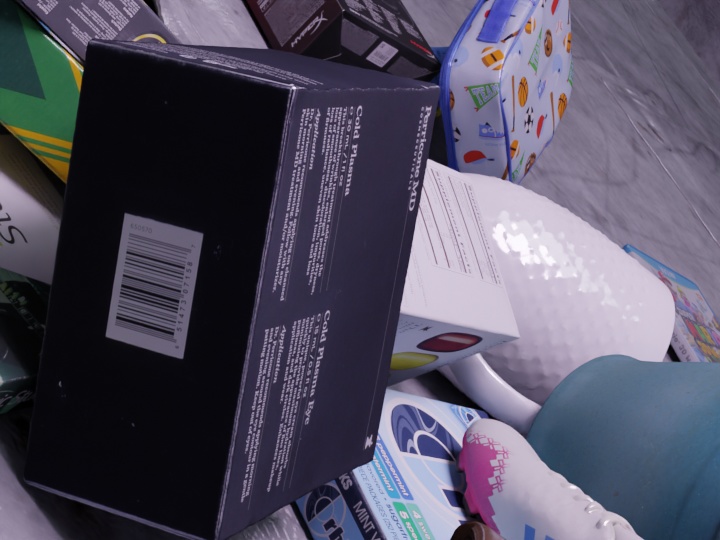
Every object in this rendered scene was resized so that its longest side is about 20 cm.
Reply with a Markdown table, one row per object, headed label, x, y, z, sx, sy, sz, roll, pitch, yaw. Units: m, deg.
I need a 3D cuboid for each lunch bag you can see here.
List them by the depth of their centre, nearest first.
| label | x | y | z | sx | sy | sz | roll | pitch | yaw |
| --- | --- | --- | --- | --- | --- | --- | --- | --- | --- |
| lunch bag | 0.132 | -0.180 | 1.532 | 0.161 | 0.075 | 0.201 | 77 | 31 | -42 |

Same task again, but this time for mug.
| label | x | y | z | sx | sy | sz | roll | pitch | yaw |
| --- | --- | --- | --- | --- | --- | --- | --- | --- | --- |
| mug | 0.103 | 0.034 | 1.174 | 0.175 | 0.148 | 0.201 | 36 | 31 | -19 |

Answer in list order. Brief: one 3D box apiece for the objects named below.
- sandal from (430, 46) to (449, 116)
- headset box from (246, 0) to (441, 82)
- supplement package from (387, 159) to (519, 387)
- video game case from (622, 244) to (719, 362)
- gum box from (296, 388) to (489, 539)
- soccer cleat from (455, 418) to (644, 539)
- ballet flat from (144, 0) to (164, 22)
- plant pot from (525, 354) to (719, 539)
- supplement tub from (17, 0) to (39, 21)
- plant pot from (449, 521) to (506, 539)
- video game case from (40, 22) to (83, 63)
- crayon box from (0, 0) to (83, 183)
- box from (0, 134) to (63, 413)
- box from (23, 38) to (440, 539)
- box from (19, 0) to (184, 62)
| label | x | y | z | sx | sy | sz | roll | pitch | yaw |
| --- | --- | --- | --- | --- | --- | --- | --- | --- | --- |
| sandal | 0.092 | -0.191 | 1.635 | 0.080 | 0.087 | 0.199 | 56 | 24 | 17 |
| headset box | -0.035 | -0.240 | 1.480 | 0.148 | 0.075 | 0.201 | 21 | 34 | -51 |
| supplement package | 0.000 | 0.000 | 1.005 | 0.200 | 0.113 | 0.111 | 13 | 58 | -65 |
| video game case | 0.344 | 0.071 | 1.742 | 0.143 | 0.018 | 0.201 | 25 | 30 | -45 |
| gum box | 0.045 | 0.149 | 0.985 | 0.199 | 0.044 | 0.171 | 17 | 38 | -53 |
| soccer cleat | 0.118 | 0.150 | 0.946 | 0.070 | 0.086 | 0.201 | 29 | 29 | -41 |
| ballet flat | -0.130 | -0.129 | 1.063 | 0.066 | 0.057 | 0.201 | 18 | 36 | -52 |
| plant pot | 0.206 | 0.142 | 1.062 | 0.199 | 0.202 | 0.187 | 27 | -1 | -43 |
| supplement tub | -0.214 | -0.259 | 1.055 | 0.144 | 0.144 | 0.201 | 30 | 27 | -40 |
| plant pot | 0.082 | 0.225 | 0.738 | 0.198 | 0.201 | 0.200 | 38 | 21 | -4 |
| video game case | -0.135 | -0.081 | 1.076 | 0.199 | 0.018 | 0.144 | 36 | 24 | -30 |
| crayon box | -0.157 | -0.084 | 0.914 | 0.200 | 0.051 | 0.127 | 45 | -2 | -25 |
| box | -0.186 | -0.001 | 0.801 | 0.145 | 0.036 | 0.200 | 52 | 21 | 11 |
| box | -0.055 | 0.001 | 0.808 | 0.103 | 0.202 | 0.182 | 14 | 10 | 21 |
| box | -0.165 | -0.162 | 0.905 | 0.161 | 0.049 | 0.200 | 42 | -2 | 46 |
